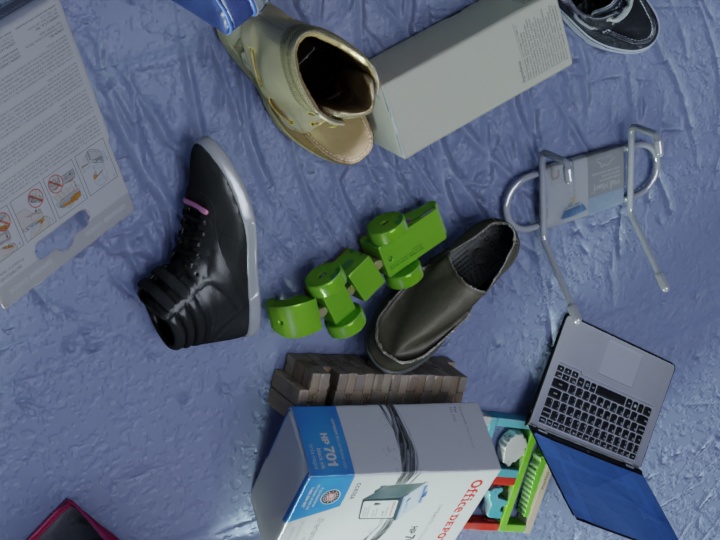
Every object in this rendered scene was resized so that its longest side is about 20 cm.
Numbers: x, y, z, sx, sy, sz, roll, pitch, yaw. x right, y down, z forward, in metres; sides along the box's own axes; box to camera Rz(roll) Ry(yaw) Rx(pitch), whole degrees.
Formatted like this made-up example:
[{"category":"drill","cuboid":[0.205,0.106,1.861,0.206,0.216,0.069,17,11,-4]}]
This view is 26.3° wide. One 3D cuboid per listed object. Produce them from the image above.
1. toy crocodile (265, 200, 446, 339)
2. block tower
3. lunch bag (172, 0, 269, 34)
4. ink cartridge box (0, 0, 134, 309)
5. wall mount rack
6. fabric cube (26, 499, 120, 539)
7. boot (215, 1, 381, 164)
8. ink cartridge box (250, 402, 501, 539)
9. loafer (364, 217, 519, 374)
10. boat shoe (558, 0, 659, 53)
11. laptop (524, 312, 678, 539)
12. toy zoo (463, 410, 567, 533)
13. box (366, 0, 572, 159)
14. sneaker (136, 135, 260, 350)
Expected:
[{"category":"toy crocodile","cuboid":[0.000,0.000,1.458,0.200,0.062,0.068,-38,124,-19]},{"category":"block tower","cuboid":[0.013,0.116,1.509,0.200,0.058,0.054,2,109,-33]},{"category":"lunch bag","cuboid":[-0.122,-0.270,1.183,0.132,0.200,0.136,-40,130,-9]},{"category":"ink cartridge box","cuboid":[-0.275,-0.097,1.222,0.161,0.050,0.200,-42,130,-38]},{"category":"wall mount rack","cuboid":[0.246,-0.051,1.572,0.200,0.075,0.174,-17,117,-24]},{"category":"fabric cube","cuboid":[-0.230,0.366,1.374,0.200,0.196,0.199,-47,125,-7]},{"category":"boot","cuboid":[-0.027,-0.147,1.316,0.073,0.155,0.200,-44,125,-9]},{"category":"ink cartridge box","cuboid":[0.012,0.201,1.479,0.199,0.086,0.147,2,138,-23]},{"category":"loafer","cuboid":[0.080,0.016,1.488,0.075,0.070,0.200,41,74,5]},{"category":"boat shoe","cuboid":[0.230,-0.263,1.481,0.200,0.068,0.072,31,92,-36]},{"category":"laptop","cuboid":[0.282,0.176,1.640,0.187,0.116,0.200,24,84,-36]},{"category":"toy zoo","cuboid":[0.120,0.212,1.634,0.200,0.020,0.132,9,104,-34]},{"category":"box","cuboid":[0.094,-0.188,1.428,0.200,0.068,0.082,-29,121,-18]},{"category":"sneaker","cuboid":[-0.147,-0.014,1.348,0.099,0.071,0.200,-22,123,-28]}]
